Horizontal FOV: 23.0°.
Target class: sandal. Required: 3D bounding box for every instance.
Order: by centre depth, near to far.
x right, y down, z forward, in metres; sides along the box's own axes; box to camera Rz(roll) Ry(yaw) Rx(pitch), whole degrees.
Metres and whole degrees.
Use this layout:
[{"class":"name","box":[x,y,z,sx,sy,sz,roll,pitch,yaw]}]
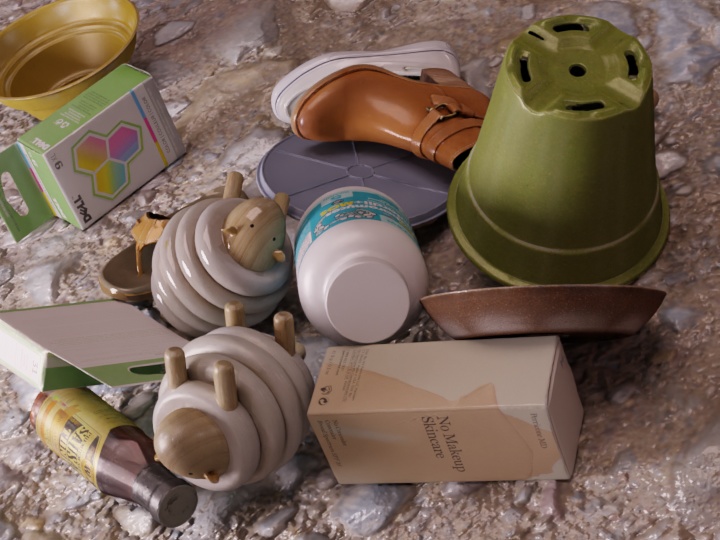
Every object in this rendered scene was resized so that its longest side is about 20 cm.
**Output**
[{"class":"sandal","box":[-0.185,-0.038,1.731,0.080,0.054,0.200,16,43,35]}]

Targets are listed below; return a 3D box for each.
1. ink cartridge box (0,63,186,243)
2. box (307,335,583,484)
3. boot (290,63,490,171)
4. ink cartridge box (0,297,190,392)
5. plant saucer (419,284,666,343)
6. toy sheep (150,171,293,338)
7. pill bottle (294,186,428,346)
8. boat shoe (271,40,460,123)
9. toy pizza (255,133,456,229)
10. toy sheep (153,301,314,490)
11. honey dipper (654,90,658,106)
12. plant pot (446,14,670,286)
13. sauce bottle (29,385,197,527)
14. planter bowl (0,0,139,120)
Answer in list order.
[{"class":"ink cartridge box","box":[-0.288,-0.115,1.848,0.200,0.104,0.059,-39,41,-21]},{"class":"box","box":[0.070,0.113,1.423,0.200,0.095,0.078,-5,42,22]},{"class":"boot","box":[0.048,-0.131,1.704,0.200,0.077,0.155,-6,36,-28]},{"class":"ink cartridge box","box":[-0.220,0.080,1.574,0.146,0.048,0.200,-5,23,-42]},{"class":"plant saucer","box":[0.148,0.038,1.440,0.200,0.200,0.037,-4,83,20]},{"class":"toy sheep","box":[-0.128,-0.004,1.620,0.200,0.138,0.138,-47,14,47]},{"class":"pill bottle","box":[0.000,0.000,1.525,0.111,0.111,0.200,-20,16,1]},{"class":"boat shoe","box":[0.006,-0.187,1.820,0.200,0.074,0.067,-17,37,4]},{"class":"toy pizza","box":[-0.001,-0.083,1.709,0.200,0.032,0.200,2,33,-1]},{"class":"toy sheep","box":[-0.100,0.105,1.453,0.138,0.138,0.200,10,28,33]},{"class":"honey dipper","box":[0.224,-0.104,1.653,0.038,0.038,0.200,15,50,37]},{"class":"plant pot","box":[0.176,-0.112,1.514,0.200,0.190,0.200,0,52,0]},{"class":"sauce bottle","box":[-0.211,0.157,1.521,0.066,0.066,0.200,-39,40,-21]},{"class":"planter bowl","box":[-0.330,-0.225,2.012,0.200,0.083,0.200,-13,39,11]}]
